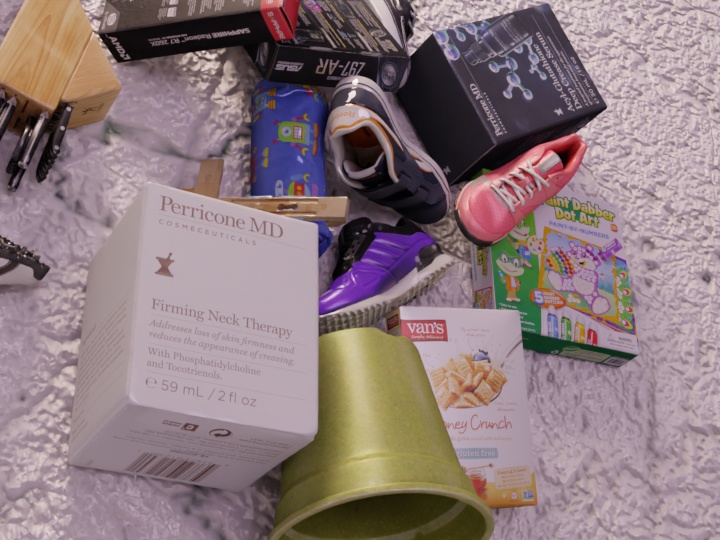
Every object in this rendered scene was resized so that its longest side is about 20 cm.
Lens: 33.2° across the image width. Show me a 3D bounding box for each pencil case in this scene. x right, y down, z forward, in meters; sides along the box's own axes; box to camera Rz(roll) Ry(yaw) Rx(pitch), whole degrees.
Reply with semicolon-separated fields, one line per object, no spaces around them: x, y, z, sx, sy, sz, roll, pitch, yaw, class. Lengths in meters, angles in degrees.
-0.070;-0.100;1.227;0.086;0.078;0.201;-1;65;-5;pencil case

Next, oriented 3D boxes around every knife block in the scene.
-0.324;-0.178;1.123;0.175;0.064;0.201;-19;77;-37;knife block

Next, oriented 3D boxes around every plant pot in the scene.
0.005;0.162;1.086;0.199;0.201;0.185;11;49;-26;plant pot

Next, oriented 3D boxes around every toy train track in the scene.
-0.107;-0.052;1.155;0.199;0.033;0.115;0;59;13;toy train track

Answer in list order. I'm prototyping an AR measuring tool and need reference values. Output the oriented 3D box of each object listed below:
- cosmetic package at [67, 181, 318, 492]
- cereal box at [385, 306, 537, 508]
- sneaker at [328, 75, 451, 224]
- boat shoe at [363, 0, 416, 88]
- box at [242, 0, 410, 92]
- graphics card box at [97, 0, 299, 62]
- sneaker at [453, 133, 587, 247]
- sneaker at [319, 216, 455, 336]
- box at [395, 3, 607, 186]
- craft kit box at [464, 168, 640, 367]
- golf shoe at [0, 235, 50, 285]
-0.143;0.063;1.045;0.166;0.166;0.201;13;59;-25;cosmetic package
0.101;0.138;1.211;0.143;0.039;0.201;2;75;-25;cereal box
0.025;-0.103;1.257;0.200;0.078;0.080;50;39;-34;sneaker
0.032;-0.283;1.369;0.067;0.072;0.201;-3;49;-20;boat shoe
-0.060;-0.267;1.289;0.159;0.044;0.200;-1;40;-32;box
-0.156;-0.281;1.210;0.199;0.051;0.126;-5;59;16;graphics card box
0.176;-0.099;1.319;0.074;0.087;0.200;51;52;3;sneaker
0.000;0.000;1.232;0.200;0.070;0.100;-26;74;-42;sneaker
0.160;-0.206;1.403;0.199;0.107;0.149;-22;79;-36;box
0.218;-0.002;1.376;0.199;0.049;0.199;11;58;-26;craft kit box
-0.360;0.002;1.015;0.199;0.078;0.095;12;99;-45;golf shoe
